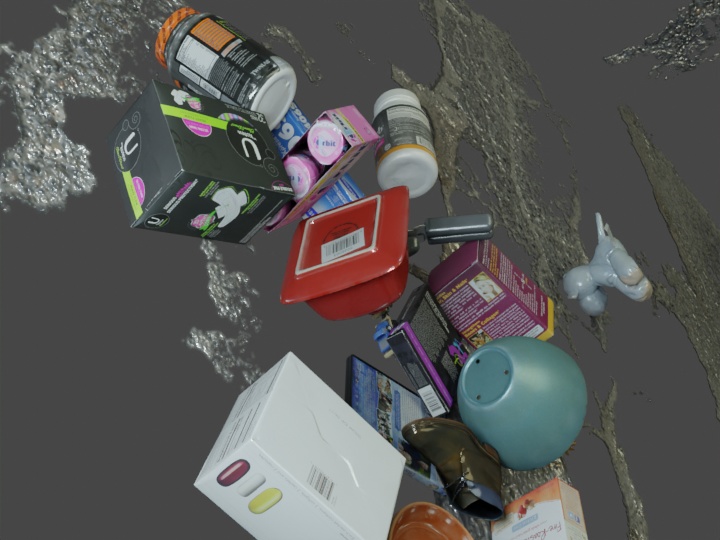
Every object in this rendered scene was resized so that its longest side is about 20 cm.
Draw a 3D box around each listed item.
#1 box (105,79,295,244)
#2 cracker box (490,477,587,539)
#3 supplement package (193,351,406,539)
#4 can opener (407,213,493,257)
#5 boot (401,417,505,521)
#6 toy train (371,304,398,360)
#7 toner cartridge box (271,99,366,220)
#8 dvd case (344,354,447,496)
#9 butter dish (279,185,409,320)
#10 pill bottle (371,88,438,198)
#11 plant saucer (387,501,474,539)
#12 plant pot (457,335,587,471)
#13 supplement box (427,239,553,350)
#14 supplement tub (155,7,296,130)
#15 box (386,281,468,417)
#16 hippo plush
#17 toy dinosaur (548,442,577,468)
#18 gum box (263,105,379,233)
[{"bbox_3d":[-0.213,-0.138,1.198,0.198,0.124,0.151,8,51,-50],"label":"box"},{"bbox_3d":[0.252,0.409,1.243,0.057,0.134,0.203,31,36,-27],"label":"cracker box"},{"bbox_3d":[-0.063,0.231,1.034,0.200,0.111,0.157,43,32,-13],"label":"supplement package"},{"bbox_3d":[0.127,-0.051,1.513,0.054,0.195,0.068,66,21,-63],"label":"can opener"},{"bbox_3d":[0.137,0.276,1.249,0.198,0.074,0.098,30,34,-35],"label":"boot"},{"bbox_3d":[0.023,0.047,1.404,0.045,0.034,0.203,10,51,-44],"label":"toy train"},{"bbox_3d":[-0.087,-0.160,1.411,0.201,0.095,0.043,52,33,2],"label":"toner cartridge box"},{"bbox_3d":[0.055,0.221,1.286,0.198,0.017,0.144,34,35,-26],"label":"dvd case"},{"bbox_3d":[0.000,0.000,1.315,0.201,0.196,0.149,-82,148,-51],"label":"butter dish"},{"bbox_3d":[0.079,-0.241,1.688,0.115,0.116,0.203,28,38,-32],"label":"pill bottle"},{"bbox_3d":[0.099,0.399,1.153,0.199,0.032,0.203,33,36,-28],"label":"plant saucer"},{"bbox_3d":[0.221,0.182,1.347,0.134,0.198,0.203,34,34,-44],"label":"plant pot"},{"bbox_3d":[0.227,0.056,1.570,0.200,0.130,0.104,43,31,-16],"label":"supplement box"},{"bbox_3d":[-0.202,-0.298,1.336,0.199,0.124,0.122,36,28,16],"label":"supplement tub"},{"bbox_3d":[0.109,0.119,1.401,0.145,0.036,0.200,59,25,-10],"label":"box"},{"bbox_3d":[0.523,0.022,1.951,0.201,0.160,0.160,49,15,-18],"label":"hippo plush"},{"bbox_3d":[0.306,0.277,1.539,0.198,0.061,0.106,31,13,-40],"label":"toy dinosaur"},{"bbox_3d":[-0.075,-0.146,1.319,0.066,0.200,0.113,48,25,3],"label":"gum box"}]
